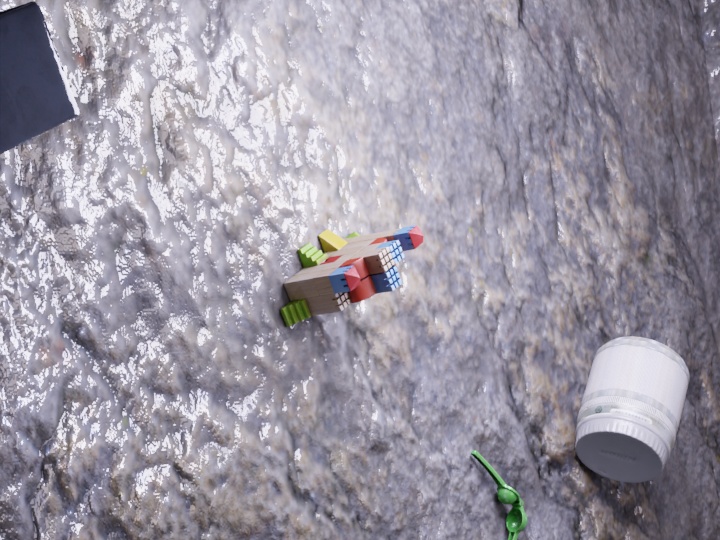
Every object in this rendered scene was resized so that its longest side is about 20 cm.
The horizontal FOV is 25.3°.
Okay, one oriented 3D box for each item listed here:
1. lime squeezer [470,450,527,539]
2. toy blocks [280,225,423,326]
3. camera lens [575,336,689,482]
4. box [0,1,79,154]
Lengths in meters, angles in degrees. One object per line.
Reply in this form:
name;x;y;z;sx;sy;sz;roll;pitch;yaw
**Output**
lime squeezer;0.210;0.353;2.381;0.070;0.038;0.201;-16;97;-22
toy blocks;0.000;0.000;2.089;0.200;0.136;0.101;-38;112;-49
camera lens;0.439;0.220;2.598;0.160;0.159;0.201;50;46;-33
box;-0.415;-0.156;1.529;0.200;0.196;0.125;-37;111;-49
